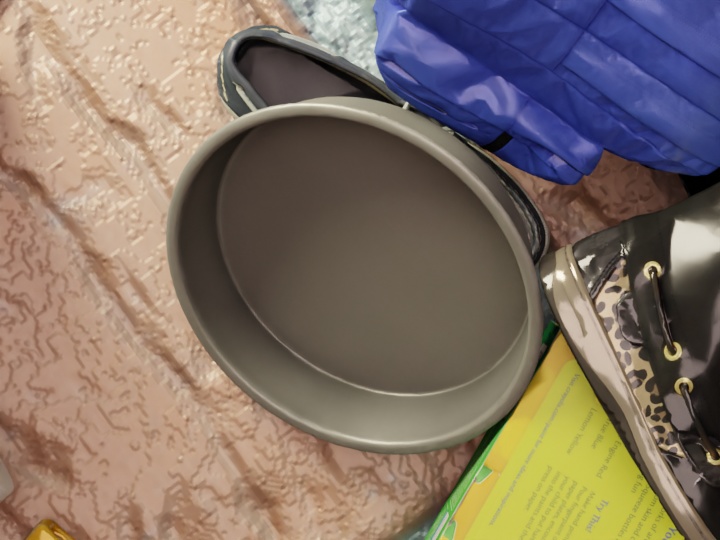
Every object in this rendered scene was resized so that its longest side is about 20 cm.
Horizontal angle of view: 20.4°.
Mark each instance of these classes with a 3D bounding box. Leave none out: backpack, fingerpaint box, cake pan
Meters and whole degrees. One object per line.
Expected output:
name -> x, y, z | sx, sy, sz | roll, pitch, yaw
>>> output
backpack -> 0.113, -0.130, 0.974 | 0.199, 0.163, 0.169 | 26, 113, -10
fingerpaint box -> 0.120, 0.153, 1.021 | 0.166, 0.073, 0.201 | 30, 92, 0
cake pan -> 0.000, 0.000, 0.992 | 0.199, 0.037, 0.202 | 12, 125, 18

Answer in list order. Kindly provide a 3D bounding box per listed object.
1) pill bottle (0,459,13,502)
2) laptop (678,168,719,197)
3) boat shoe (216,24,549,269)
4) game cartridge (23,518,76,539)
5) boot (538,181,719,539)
pill bottle -> -0.273, 0.146, 1.004 | 0.200, 0.104, 0.104 | -40, 89, -2
laptop -> 0.269, -0.029, 1.061 | 0.186, 0.116, 0.201 | -20, 60, -1
boat shoe -> 0.013, -0.061, 1.032 | 0.200, 0.062, 0.075 | 39, 87, 0
game cartridge -> -0.165, 0.261, 1.041 | 0.176, 0.032, 0.200 | 42, 91, 0
boot -> 0.192, 0.045, 0.933 | 0.150, 0.073, 0.201 | -32, 87, 12
